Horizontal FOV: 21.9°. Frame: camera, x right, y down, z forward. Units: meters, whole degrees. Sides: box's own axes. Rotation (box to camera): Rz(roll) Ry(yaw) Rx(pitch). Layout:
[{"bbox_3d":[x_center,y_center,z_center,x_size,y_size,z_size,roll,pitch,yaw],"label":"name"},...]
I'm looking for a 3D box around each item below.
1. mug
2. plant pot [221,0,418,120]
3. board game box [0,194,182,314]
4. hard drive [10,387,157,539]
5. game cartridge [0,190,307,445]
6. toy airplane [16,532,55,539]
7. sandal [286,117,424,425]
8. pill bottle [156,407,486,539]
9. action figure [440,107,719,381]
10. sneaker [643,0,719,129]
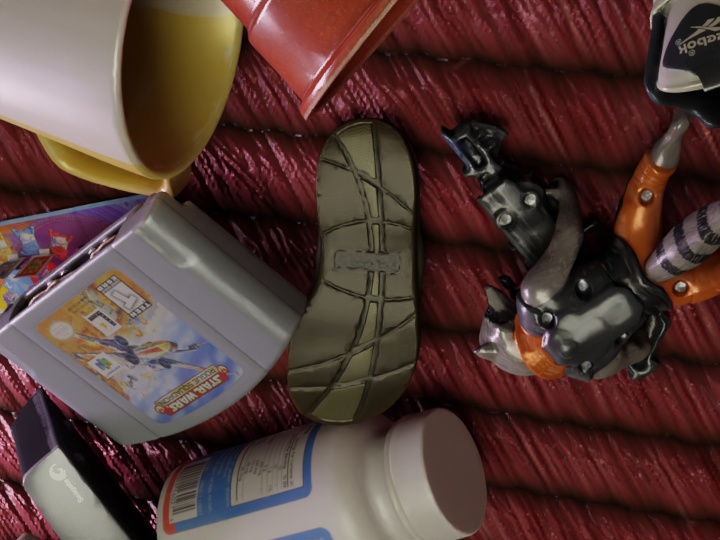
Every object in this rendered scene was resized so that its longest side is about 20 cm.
[{"bbox_3d":[-0.165,-0.122,1.040,0.152,0.149,0.188,12,111,19],"label":"mug"},{"bbox_3d":[-0.033,-0.215,0.915,0.195,0.201,0.201,41,126,-2],"label":"plant pot"},{"bbox_3d":[-0.163,0.035,1.207,0.199,0.039,0.159,-9,120,24],"label":"board game box"},{"bbox_3d":[-0.164,0.181,1.253,0.042,0.135,0.201,-36,111,-4],"label":"hard drive"},{"bbox_3d":[-0.129,0.038,1.139,0.133,0.042,0.200,42,134,-16],"label":"game cartridge"},{"bbox_3d":[-0.218,0.287,1.290,0.201,0.141,0.199,63,148,3],"label":"toy airplane"},{"bbox_3d":[0.000,0.000,1.130,0.081,0.055,0.201,5,110,7],"label":"sandal"},{"bbox_3d":[-0.023,0.154,1.200,0.199,0.112,0.113,-18,116,28],"label":"pill bottle"},{"bbox_3d":[0.131,-0.014,1.046,0.200,0.105,0.193,41,116,-15],"label":"action figure"},{"bbox_3d":[0.170,-0.146,0.923,0.079,0.130,0.200,-18,116,26],"label":"sneaker"}]
